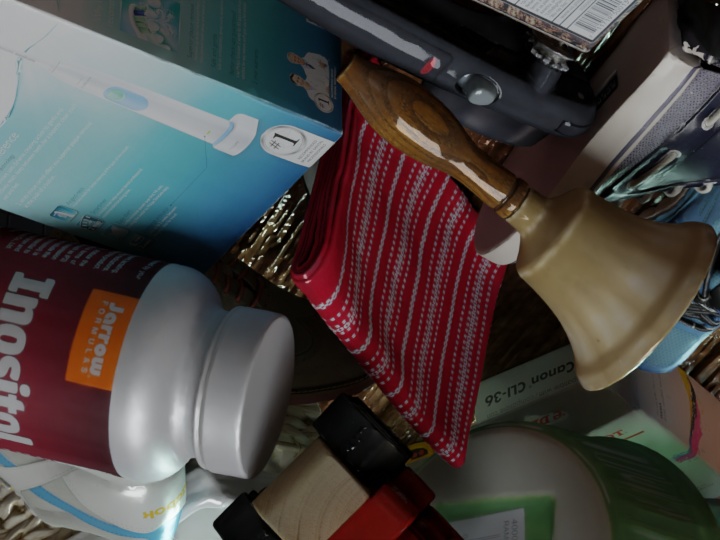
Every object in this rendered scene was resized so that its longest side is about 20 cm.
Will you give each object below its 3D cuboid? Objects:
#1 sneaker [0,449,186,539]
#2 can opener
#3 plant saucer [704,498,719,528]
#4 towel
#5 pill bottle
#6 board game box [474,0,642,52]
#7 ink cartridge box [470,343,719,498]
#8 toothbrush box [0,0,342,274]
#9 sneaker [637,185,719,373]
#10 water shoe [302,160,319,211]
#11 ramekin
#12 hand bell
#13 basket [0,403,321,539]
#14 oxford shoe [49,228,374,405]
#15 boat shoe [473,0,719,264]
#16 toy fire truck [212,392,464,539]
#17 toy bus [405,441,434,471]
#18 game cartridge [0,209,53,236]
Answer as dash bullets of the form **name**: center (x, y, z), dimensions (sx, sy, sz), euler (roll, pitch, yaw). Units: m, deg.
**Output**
- **sneaker**: center (-0.183, 0.093, 1.301), dimensions (0.199, 0.076, 0.081), euler (24, 134, 28)
- **can opener**: center (0.034, -0.114, 1.169), dimensions (0.199, 0.064, 0.079), euler (24, 121, -29)
- **plant saucer**: center (0.207, 0.175, 1.452), dimensions (0.200, 0.039, 0.201), euler (1, 157, 0)
- **towel**: center (0.026, -0.004, 1.249), dimensions (0.022, 0.145, 0.200), euler (-4, 146, 28)
- **pill bottle**: center (-0.140, 0.043, 1.206), dimensions (0.199, 0.113, 0.113), euler (11, 145, 14)
- **board game box**: center (0.066, -0.209, 1.020), dimensions (0.199, 0.097, 0.159), euler (21, 137, -28)
- **ink cartridge box**: center (0.150, 0.102, 1.457), dimensions (0.116, 0.068, 0.200), euler (-25, 139, 27)
- **toothbrush box**: center (-0.129, -0.093, 1.170), dimensions (0.199, 0.086, 0.146), euler (19, 140, -26)
- **sneaker**: center (0.191, 0.002, 1.309), dimensions (0.078, 0.090, 0.200), euler (8, 142, -14)
- **water shoe**: center (0.000, 0.000, 1.312), dimensions (0.079, 0.072, 0.200), euler (-13, 140, 23)
- **ramekin**: center (0.099, 0.181, 1.324), dimensions (0.199, 0.201, 0.097), euler (-29, 146, 30)
- **hand bell**: center (0.068, -0.040, 1.173), dimensions (0.200, 0.104, 0.104), euler (37, 132, -11)
- **basket**: center (-0.122, 0.126, 1.407), dimensions (0.200, 0.124, 0.135), euler (-29, 151, 33)
- **oxford shoe**: center (-0.080, 0.019, 1.283), dimensions (0.199, 0.071, 0.075), euler (12, 128, -8)
- **boat shoe**: center (0.147, -0.056, 1.241), dimensions (0.092, 0.075, 0.200), euler (25, 135, -20)
- **toy fire truck**: center (0.042, 0.157, 1.229), dimensions (0.129, 0.200, 0.176), euler (-44, 175, -1)
- **toy bus**: center (0.052, 0.177, 1.539), dimensions (0.065, 0.079, 0.200), euler (-19, 140, 22)
- **game cartridge**: center (-0.250, 0.021, 1.358), dimensions (0.129, 0.039, 0.200), euler (17, 139, -17)
